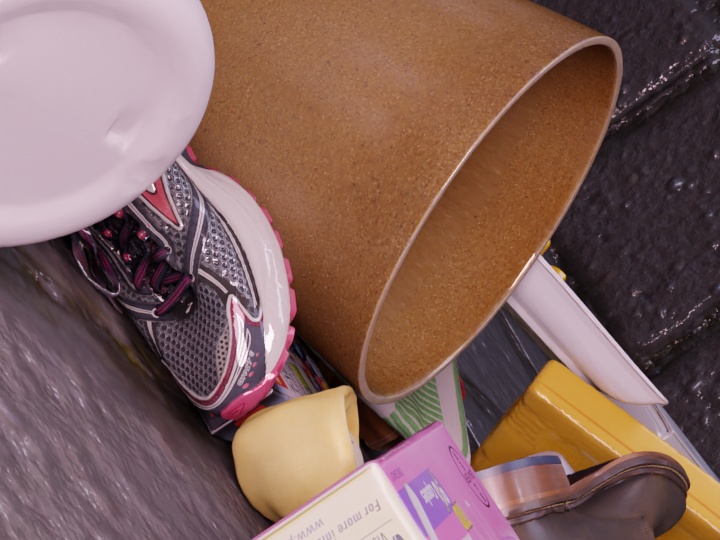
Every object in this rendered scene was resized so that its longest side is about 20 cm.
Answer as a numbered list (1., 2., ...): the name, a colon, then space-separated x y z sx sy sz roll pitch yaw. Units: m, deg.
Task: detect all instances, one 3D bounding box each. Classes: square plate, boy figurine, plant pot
1. square plate: 0.073 -0.004 1.135 0.198 0.028 0.200 48 1 -2
2. boy figurine: 0.019 0.135 0.934 0.201 0.064 0.124 57 14 -8
3. plant pot: -0.017 -0.075 0.960 0.200 0.187 0.186 36 2 17

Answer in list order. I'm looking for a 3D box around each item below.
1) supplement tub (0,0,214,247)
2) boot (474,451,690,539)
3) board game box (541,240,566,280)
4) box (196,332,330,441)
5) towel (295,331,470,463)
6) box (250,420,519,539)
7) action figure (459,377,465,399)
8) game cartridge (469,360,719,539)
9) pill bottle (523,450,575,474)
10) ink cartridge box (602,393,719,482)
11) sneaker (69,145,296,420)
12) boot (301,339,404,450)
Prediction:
1. supplement tub: -0.141 -0.119 0.770 0.132 0.132 0.201 45 14 -51
2. boot: 0.100 0.135 0.952 0.200 0.074 0.097 5 64 -56
3. board game box: 0.012 -0.074 1.269 0.199 0.026 0.201 8 -49 43
4. box: -0.081 -0.006 1.010 0.201 0.035 0.110 59 9 20
5. towel: 0.000 0.000 1.110 0.200 0.023 0.153 48 29 -46
6. box: 0.035 0.167 0.780 0.201 0.096 0.176 57 8 5
7. action figure: 0.034 0.058 1.384 0.066 0.051 0.200 63 5 15
8. game cartridge: 0.132 0.145 1.136 0.176 0.032 0.200 37 -27 5
9. pill bottle: 0.116 0.198 1.074 0.200 0.114 0.114 54 8 -9
10. ink cartridge box: 0.160 0.169 1.324 0.200 0.145 0.083 50 9 -37
11. sneaker: -0.098 -0.024 0.890 0.074 0.081 0.201 -12 64 -50
12. boot: -0.018 0.022 1.158 0.155 0.073 0.200 64 15 12
